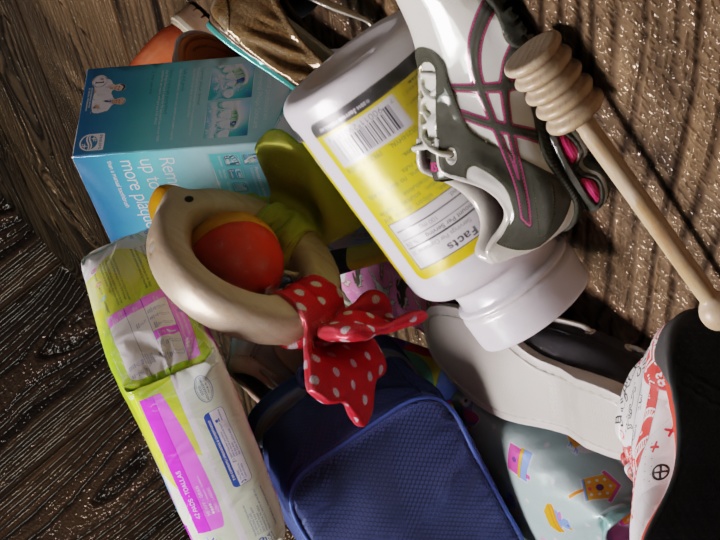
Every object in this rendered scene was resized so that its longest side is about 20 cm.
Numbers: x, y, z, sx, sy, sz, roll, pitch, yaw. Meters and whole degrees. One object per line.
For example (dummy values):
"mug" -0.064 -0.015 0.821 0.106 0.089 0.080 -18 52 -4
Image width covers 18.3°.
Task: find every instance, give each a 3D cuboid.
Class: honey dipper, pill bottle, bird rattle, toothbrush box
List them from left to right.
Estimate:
"toothbrush box" -0.086 -0.074 1.585 0.147 0.198 0.086 73 -164 -53
"bird rattle" -0.059 0.008 1.425 0.113 0.162 0.201 120 149 -42
"pill bottle" 0.051 -0.052 1.371 0.201 0.111 0.111 54 167 -13
"honey dipper" 0.149 -0.044 1.234 0.200 0.038 0.038 52 168 -20

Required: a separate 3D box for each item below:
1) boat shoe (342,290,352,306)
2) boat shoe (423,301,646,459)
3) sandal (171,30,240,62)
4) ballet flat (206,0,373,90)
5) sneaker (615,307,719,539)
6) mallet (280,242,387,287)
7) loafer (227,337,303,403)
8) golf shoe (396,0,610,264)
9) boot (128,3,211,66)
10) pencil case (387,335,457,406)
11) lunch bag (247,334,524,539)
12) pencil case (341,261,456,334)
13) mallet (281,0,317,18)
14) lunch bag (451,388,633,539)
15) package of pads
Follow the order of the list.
"boat shoe" -0.019 -0.023 1.811 0.059 0.072 0.200 42 -176 -45
"boat shoe" 0.128 0.062 1.470 0.199 0.060 0.074 20 130 41
"sandal" -0.050 -0.121 1.655 0.206 0.059 0.080 35 -139 -31
"ballet flat" -0.007 -0.124 1.442 0.200 0.072 0.068 41 -169 -3
"sneaker" 0.186 0.130 1.308 0.067 0.203 0.108 7 165 -4
"mallet" 0.000 0.000 1.537 0.041 0.199 0.066 20 -124 -49
"loafer" -0.040 0.108 1.618 0.071 0.063 0.200 -6 134 34
"golf shoe" 0.062 -0.098 1.264 0.201 0.088 0.077 55 168 -15
"boot" -0.145 -0.124 1.883 0.075 0.107 0.200 39 165 37
"pencil case" 0.037 0.090 1.683 0.199 0.089 0.089 13 154 18
"lunch bag" 0.009 0.144 1.540 0.201 0.135 0.132 63 172 -26
"pencil case" 0.054 0.012 1.627 0.200 0.082 0.087 -155 56 -64
"mallet" -0.071 -0.247 1.432 0.066 0.041 0.201 37 158 35
"lunch bag" 0.166 0.160 1.566 0.170 0.122 0.201 40 158 37
"package of pads" -0.119 0.076 1.466 0.200 0.068 0.155 -121 9 -60
